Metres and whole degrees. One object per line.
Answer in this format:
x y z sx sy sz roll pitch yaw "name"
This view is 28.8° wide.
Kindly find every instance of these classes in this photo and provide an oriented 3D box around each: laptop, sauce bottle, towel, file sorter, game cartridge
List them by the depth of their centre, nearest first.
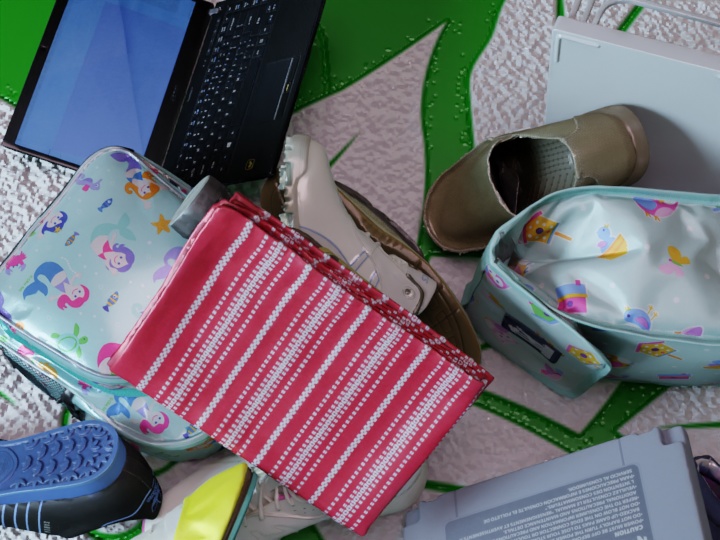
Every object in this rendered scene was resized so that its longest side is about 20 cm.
-0.039 0.061 0.849 0.200 0.023 0.145 35 111 -9 "towel"
-0.031 0.019 0.877 0.200 0.065 0.065 38 70 -12 "sauce bottle"
0.123 0.183 0.885 0.199 0.041 0.134 -21 40 19 "game cartridge"
0.214 -0.135 0.985 0.138 0.200 0.125 17 63 13 "file sorter"
-0.142 -0.157 1.042 0.200 0.103 0.178 -5 61 41 "laptop"

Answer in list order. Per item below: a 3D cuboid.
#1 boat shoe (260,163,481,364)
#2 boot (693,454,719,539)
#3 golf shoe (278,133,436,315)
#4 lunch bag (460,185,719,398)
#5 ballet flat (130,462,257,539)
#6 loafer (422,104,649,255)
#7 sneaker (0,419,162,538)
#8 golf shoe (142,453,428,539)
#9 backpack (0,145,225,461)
0.015 -0.003 1.002 0.201 0.066 0.072 45 111 5 "boat shoe"
0.251 0.214 0.878 0.073 0.091 0.200 -10 48 -45 "boot"
0.000 0.000 0.946 0.097 0.078 0.201 -12 103 2 "golf shoe"
0.171 0.017 0.940 0.199 0.170 0.122 2 76 -1 "lunch bag"
-0.128 0.207 0.880 0.067 0.067 0.201 20 98 -6 "ballet flat"
0.105 -0.063 0.967 0.067 0.200 0.076 -10 78 -42 "loafer"
-0.228 0.148 0.937 0.199 0.078 0.070 -5 50 25 "sneaker"
-0.052 0.141 0.931 0.199 0.092 0.076 -18 70 -6 "golf shoe"
-0.142 0.027 0.952 0.200 0.151 0.178 37 77 6 "backpack"
